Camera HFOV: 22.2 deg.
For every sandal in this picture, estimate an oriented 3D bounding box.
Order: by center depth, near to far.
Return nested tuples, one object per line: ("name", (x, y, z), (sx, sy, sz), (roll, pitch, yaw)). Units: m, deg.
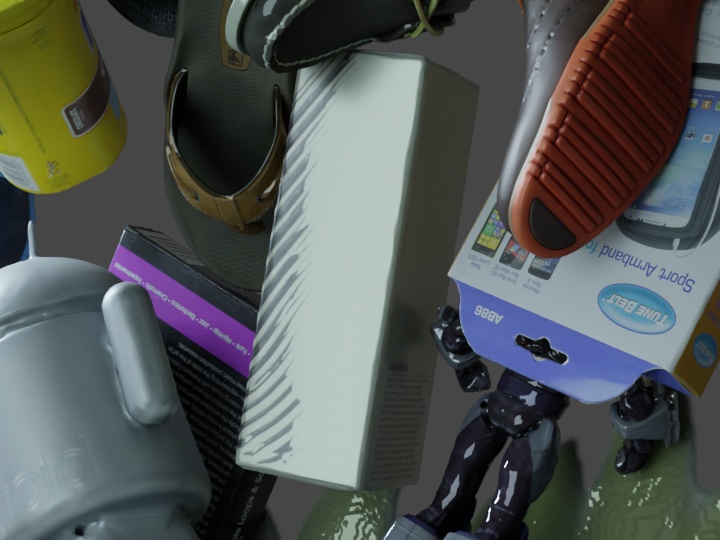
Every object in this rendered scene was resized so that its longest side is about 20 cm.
("sandal", (-0.058, -0.065, 0.884), (0.081, 0.055, 0.201), (10, 131, 3))

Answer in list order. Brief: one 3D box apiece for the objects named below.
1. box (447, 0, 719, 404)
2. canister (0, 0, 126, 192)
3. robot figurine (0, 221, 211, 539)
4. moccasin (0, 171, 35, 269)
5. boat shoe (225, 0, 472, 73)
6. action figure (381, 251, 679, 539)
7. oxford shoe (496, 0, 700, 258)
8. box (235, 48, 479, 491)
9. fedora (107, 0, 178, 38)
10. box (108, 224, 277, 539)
("box", (0.124, -0.038, 0.781), (0.119, 0.041, 0.201), (24, 84, 37))
("canister", (-0.191, -0.142, 0.952), (0.086, 0.200, 0.149), (-25, 69, -6))
("robot figurine", (-0.145, 0.077, 0.914), (0.170, 0.113, 0.201), (-42, 60, 34))
("moccasin", (-0.255, -0.083, 1.088), (0.080, 0.068, 0.201), (-40, 63, 27))
("boat shoe", (0.033, -0.142, 0.823), (0.201, 0.072, 0.061), (-34, 67, -18))
("action figure", (0.070, 0.070, 0.826), (0.130, 0.069, 0.201), (24, 84, 43))
("oxford shoe", (0.097, -0.095, 0.765), (0.072, 0.071, 0.201), (8, 63, 43))
("box", (0.000, 0.000, 0.870), (0.068, 0.082, 0.201), (8, 88, 22))
("fedora", (-0.045, -0.200, 0.927), (0.199, 0.091, 0.202), (-6, 79, 31))
("box", (-0.107, 0.096, 0.976), (0.143, 0.036, 0.201), (31, 102, 36))
